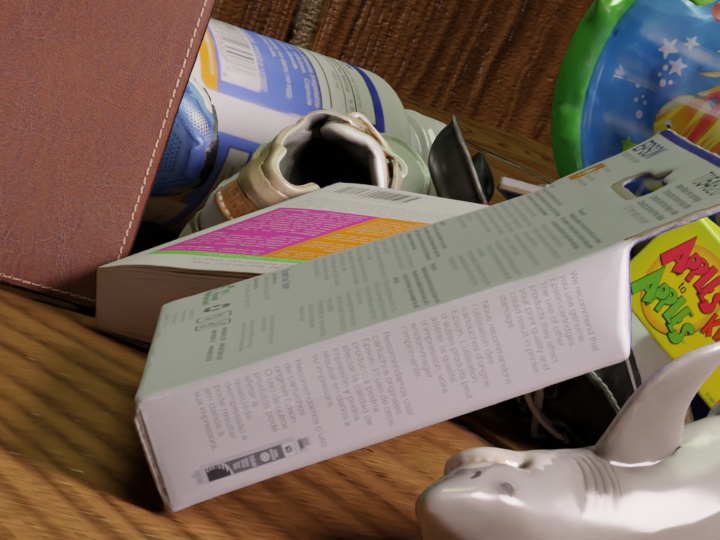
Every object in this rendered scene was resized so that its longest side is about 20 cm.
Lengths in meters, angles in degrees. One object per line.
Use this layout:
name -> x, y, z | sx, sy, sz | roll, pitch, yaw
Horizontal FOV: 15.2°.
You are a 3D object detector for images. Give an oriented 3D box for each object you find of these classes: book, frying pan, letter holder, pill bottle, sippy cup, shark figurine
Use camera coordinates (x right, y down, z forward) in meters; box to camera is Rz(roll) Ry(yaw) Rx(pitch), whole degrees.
book -> 0.000, 0.000, 1.097 | 0.133, 0.048, 0.200 | 10, 16, 26
frying pan -> 0.054, -0.042, 1.359 | 0.031, 0.115, 0.190 | -21, 36, 3
letter holder -> -0.146, -0.105, 1.079 | 0.141, 0.201, 0.101 | 16, 7, -26
pill bottle -> -0.045, -0.062, 1.414 | 0.199, 0.113, 0.112 | 16, 8, -37
sippy cup -> 0.178, -0.066, 1.231 | 0.177, 0.140, 0.130 | 14, 9, -45
shark figurine -> 0.127, 0.073, 0.842 | 0.128, 0.213, 0.090 | 81, -13, -65

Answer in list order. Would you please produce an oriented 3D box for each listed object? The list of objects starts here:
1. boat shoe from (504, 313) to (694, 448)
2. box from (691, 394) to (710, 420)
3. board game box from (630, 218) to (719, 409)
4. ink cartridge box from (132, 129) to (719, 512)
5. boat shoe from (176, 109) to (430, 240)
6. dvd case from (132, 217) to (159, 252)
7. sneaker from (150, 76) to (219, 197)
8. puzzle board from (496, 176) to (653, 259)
boat shoe -> 0.094, 0.047, 1.156 | 0.067, 0.072, 0.200 | -15, 28, -5
box -> 0.195, 0.068, 1.291 | 0.199, 0.033, 0.121 | 20, 16, -26
board game box -> 0.190, 0.053, 1.125 | 0.200, 0.048, 0.102 | 31, 19, -54
ink cartridge box -> 0.028, 0.012, 0.876 | 0.199, 0.041, 0.200 | -19, 8, 1
boat shoe -> -0.010, -0.036, 1.281 | 0.075, 0.068, 0.200 | 44, 27, 7
dvd case -> -0.210, -0.054, 1.271 | 0.199, 0.018, 0.142 | 23, 8, 31
sneaker -> -0.163, -0.078, 1.274 | 0.199, 0.079, 0.089 | 18, 20, 10
puzzle board -> 0.158, 0.001, 1.253 | 0.150, 0.017, 0.200 | 17, -8, 21
